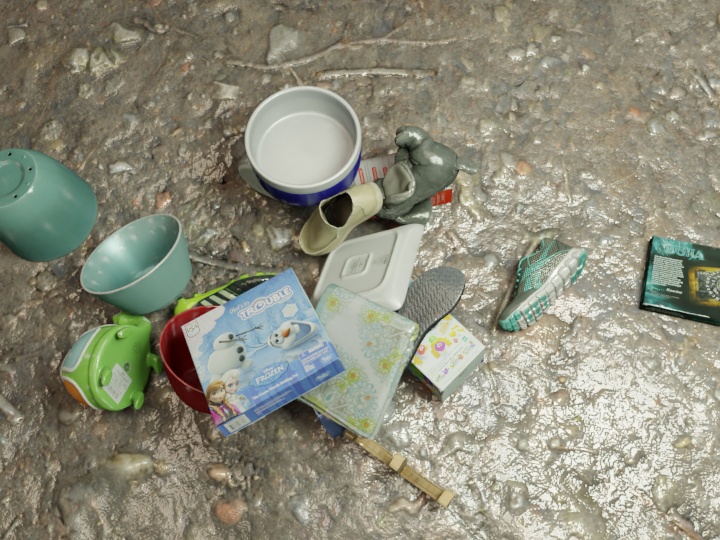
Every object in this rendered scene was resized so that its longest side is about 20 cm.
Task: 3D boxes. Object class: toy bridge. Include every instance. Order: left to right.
[{"bbox_3d":[0.060,0.310,1.081,0.200,0.067,0.027,32,75,19],"label":"toy bridge"}]

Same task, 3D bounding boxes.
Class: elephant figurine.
[{"bbox_3d":[0.072,-0.140,1.181,0.141,0.155,0.200,35,88,-18],"label":"elephant figurine"}]

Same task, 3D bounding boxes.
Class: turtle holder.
[{"bbox_3d":[-0.438,0.148,1.171,0.131,0.141,0.186,-3,74,23],"label":"turtle holder"}]

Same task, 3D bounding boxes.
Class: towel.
[{"bbox_3d":[-0.015,0.141,1.055,0.171,0.048,0.200,24,97,27],"label":"towel"}]

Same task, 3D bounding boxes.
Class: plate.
[{"bbox_3d":[0.000,0.000,1.154,0.200,0.032,0.200,-13,39,31],"label":"plate"}]

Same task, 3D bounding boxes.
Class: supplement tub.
[{"bbox_3d":[-0.138,-0.245,1.301,0.122,0.123,0.200,22,73,15],"label":"supplement tub"}]

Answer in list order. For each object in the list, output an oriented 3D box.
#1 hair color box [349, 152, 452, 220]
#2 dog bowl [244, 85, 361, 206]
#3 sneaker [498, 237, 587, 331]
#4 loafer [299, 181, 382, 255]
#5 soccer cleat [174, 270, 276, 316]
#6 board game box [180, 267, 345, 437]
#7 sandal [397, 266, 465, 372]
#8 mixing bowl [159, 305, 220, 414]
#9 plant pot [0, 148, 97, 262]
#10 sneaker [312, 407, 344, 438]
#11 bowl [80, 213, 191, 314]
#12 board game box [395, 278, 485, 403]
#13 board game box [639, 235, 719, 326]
[{"bbox_3d":[0.065,-0.163,1.276,0.199,0.061,0.102,-11,69,2],"label":"hair color box"},{"bbox_3d":[-0.097,-0.216,1.184,0.199,0.079,0.201,-1,70,1],"label":"dog bowl"},{"bbox_3d":[0.300,0.021,1.178,0.200,0.078,0.091,-42,54,-14],"label":"sneaker"},{"bbox_3d":[-0.049,-0.090,1.167,0.200,0.068,0.076,-38,67,37],"label":"loafer"},{"bbox_3d":[-0.238,0.061,1.227,0.200,0.068,0.081,-21,80,3],"label":"soccer cleat"},{"bbox_3d":[-0.153,0.117,1.028,0.200,0.043,0.199,-29,50,-5],"label":"board game box"},{"bbox_3d":[0.092,0.076,1.078,0.076,0.043,0.200,38,89,20],"label":"sandal"},{"bbox_3d":[-0.240,0.165,1.134,0.200,0.109,0.200,13,38,-10],"label":"mixing bowl"},{"bbox_3d":[-0.636,-0.139,1.298,0.200,0.161,0.201,-2,67,5],"label":"plant pot"},{"bbox_3d":[-0.056,0.179,1.147,0.078,0.070,0.200,-27,66,3],"label":"sneaker"},{"bbox_3d":[-0.386,0.001,1.219,0.200,0.105,0.201,-16,40,14],"label":"bowl"},{"bbox_3d":[0.100,0.108,1.139,0.105,0.103,0.200,-43,70,-10],"label":"board game box"},{"bbox_3d":[0.590,0.023,1.155,0.199,0.028,0.136,13,70,12],"label":"board game box"}]
